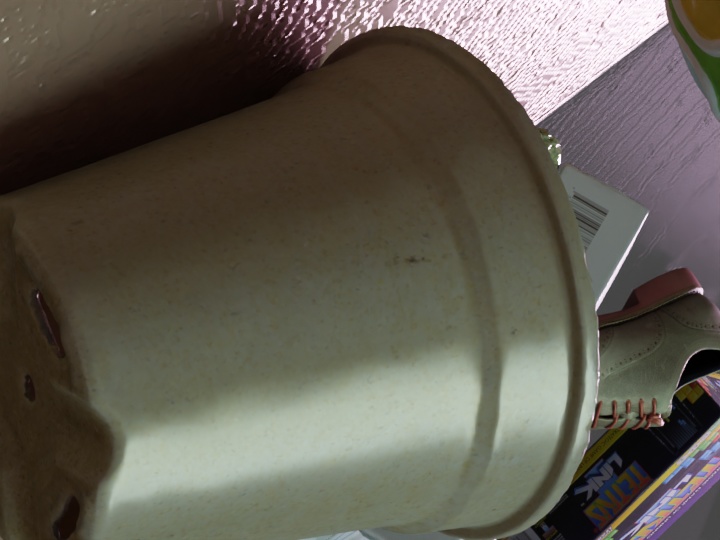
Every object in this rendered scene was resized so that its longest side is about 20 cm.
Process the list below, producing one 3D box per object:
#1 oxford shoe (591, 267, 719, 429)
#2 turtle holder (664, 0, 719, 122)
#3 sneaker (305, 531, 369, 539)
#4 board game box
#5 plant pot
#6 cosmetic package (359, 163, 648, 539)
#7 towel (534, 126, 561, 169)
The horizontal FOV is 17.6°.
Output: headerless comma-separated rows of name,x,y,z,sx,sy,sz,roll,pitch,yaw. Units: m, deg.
oxford shoe,0.155,0.070,1.436,0.200,0.075,0.071,-31,158,-26
turtle holder,0.195,-0.117,1.047,0.185,0.132,0.141,-19,151,-45
sneaker,-0.008,0.113,1.242,0.200,0.075,0.087,-21,142,-49
board game box,0.206,0.161,1.745,0.200,0.057,0.165,-46,158,12
plant pot,-0.047,0.023,0.846,0.183,0.201,0.201,-13,147,-32
cosmetic package,0.068,0.055,1.157,0.200,0.052,0.151,-59,177,-6
towel,0.000,0.000,1.070,0.200,0.037,0.148,-46,159,13
